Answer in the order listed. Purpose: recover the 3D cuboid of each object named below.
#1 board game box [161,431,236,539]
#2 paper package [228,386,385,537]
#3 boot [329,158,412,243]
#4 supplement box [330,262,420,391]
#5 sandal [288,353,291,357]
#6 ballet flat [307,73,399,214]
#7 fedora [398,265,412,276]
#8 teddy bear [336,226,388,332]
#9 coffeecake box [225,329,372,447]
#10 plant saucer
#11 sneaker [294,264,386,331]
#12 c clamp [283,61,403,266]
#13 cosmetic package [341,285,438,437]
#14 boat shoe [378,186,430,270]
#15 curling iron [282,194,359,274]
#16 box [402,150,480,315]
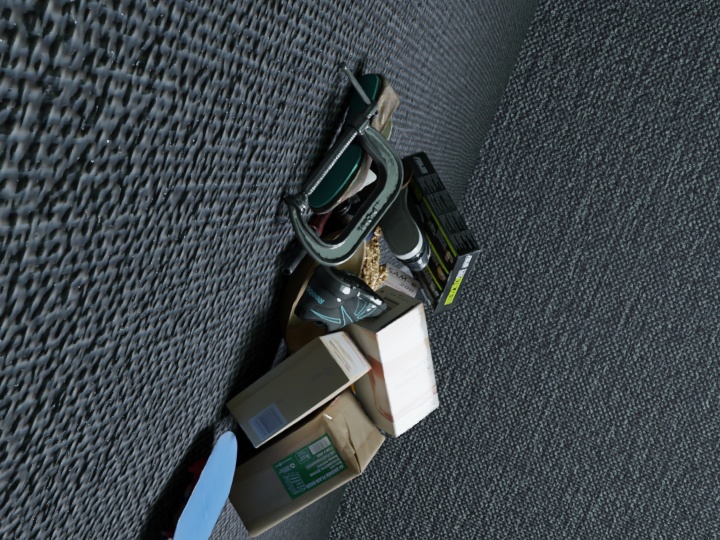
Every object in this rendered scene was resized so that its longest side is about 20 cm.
[{"bbox_3d":[-0.210,0.290,1.172,0.158,0.039,0.200,94,14,-49],"label":"board game box"},{"bbox_3d":[-0.084,0.279,1.400,0.200,0.104,0.191,-33,179,14],"label":"paper package"},{"bbox_3d":[0.007,-0.100,1.424,0.200,0.075,0.097,-42,163,-47],"label":"boot"},{"bbox_3d":[0.009,0.097,1.579,0.126,0.073,0.200,-23,-140,62],"label":"supplement box"},{"bbox_3d":[-0.085,0.186,1.539,0.201,0.075,0.048,103,10,-47],"label":"sandal"},{"bbox_3d":[0.000,-0.150,1.190,0.067,0.068,0.200,35,76,-46],"label":"ballet flat"},{"bbox_3d":[0.017,0.054,1.766,0.200,0.090,0.177,-52,162,-30],"label":"fedora"},{"bbox_3d":[0.000,0.000,1.474,0.145,0.067,0.200,62,39,-54],"label":"teddy bear"},{"bbox_3d":[-0.078,0.156,1.296,0.153,0.073,0.200,-36,174,7],"label":"coffeecake box"},{"bbox_3d":[-0.060,0.023,1.327,0.200,0.035,0.200,-52,159,-30],"label":"plant saucer"},{"bbox_3d":[-0.030,0.041,1.290,0.079,0.075,0.200,-51,155,6],"label":"sneaker"},{"bbox_3d":[-0.025,-0.113,1.119,0.171,0.027,0.200,42,73,-37],"label":"c clamp"},{"bbox_3d":[0.046,0.138,1.437,0.103,0.087,0.200,-33,128,-29],"label":"cosmetic package"},{"bbox_3d":[0.057,-0.083,1.476,0.060,0.076,0.200,51,22,-49],"label":"boat shoe"},{"bbox_3d":[-0.056,-0.056,1.244,0.050,0.026,0.200,-26,-162,39],"label":"curling iron"},{"bbox_3d":[0.111,-0.058,1.532,0.047,0.200,0.193,-17,153,-20],"label":"box"}]
